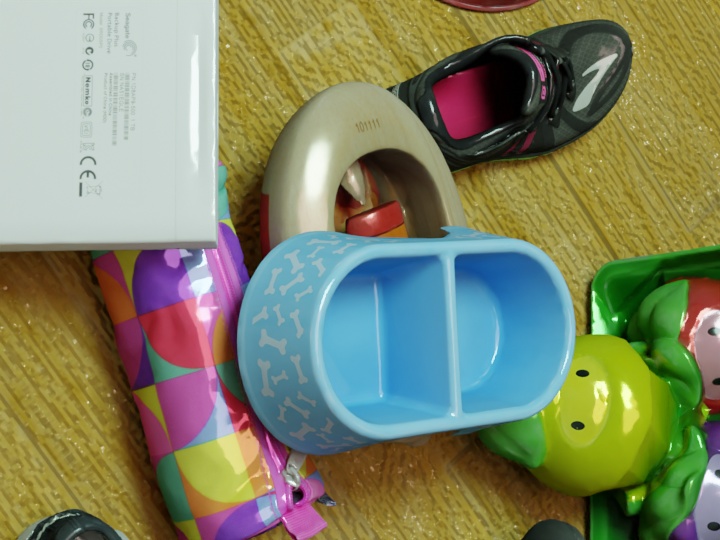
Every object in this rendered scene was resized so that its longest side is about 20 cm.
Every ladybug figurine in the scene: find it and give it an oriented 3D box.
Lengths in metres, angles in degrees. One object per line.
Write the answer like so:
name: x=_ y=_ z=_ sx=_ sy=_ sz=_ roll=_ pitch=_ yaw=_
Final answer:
ladybug figurine: x=0.000 y=0.000 z=0.838 sx=0.135 sy=0.072 sz=0.202 roll=-18 pitch=98 yaw=-42

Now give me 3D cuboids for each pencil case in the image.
pencil case: x=-0.079 y=0.044 z=0.790 sx=0.088 sy=0.088 sz=0.202 roll=-20 pitch=89 yaw=-31

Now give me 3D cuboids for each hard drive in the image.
hard drive: x=-0.168 y=-0.075 z=0.744 sx=0.198 sy=0.027 sz=0.133 roll=-1 pitch=79 yaw=-2

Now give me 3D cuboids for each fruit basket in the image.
fruit basket: x=0.174 y=0.085 z=0.898 sx=0.215 sy=0.155 sz=0.218 roll=11 pitch=75 yaw=-45

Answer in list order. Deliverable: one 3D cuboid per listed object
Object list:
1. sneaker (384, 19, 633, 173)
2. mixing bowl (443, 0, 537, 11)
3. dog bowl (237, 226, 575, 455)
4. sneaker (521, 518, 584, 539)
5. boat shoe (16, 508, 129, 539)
sneaker: x=0.096 y=-0.103 z=0.916 sx=0.199 sy=0.084 sz=0.077 roll=-26 pitch=94 yaw=-30
mixing bowl: x=0.090 y=-0.270 z=0.933 sx=0.199 sy=0.108 sz=0.202 roll=6 pitch=78 yaw=-27
dog bowl: x=0.032 y=0.033 z=0.781 sx=0.199 sy=0.049 sz=0.113 roll=-3 pitch=90 yaw=-39
sneaker: x=0.052 y=0.209 z=0.835 sx=0.088 sy=0.074 sz=0.201 roll=39 pitch=67 yaw=-14
boat shoe: x=-0.112 y=0.213 z=0.750 sx=0.075 sy=0.060 sz=0.201 roll=-30 pitch=96 yaw=-30
